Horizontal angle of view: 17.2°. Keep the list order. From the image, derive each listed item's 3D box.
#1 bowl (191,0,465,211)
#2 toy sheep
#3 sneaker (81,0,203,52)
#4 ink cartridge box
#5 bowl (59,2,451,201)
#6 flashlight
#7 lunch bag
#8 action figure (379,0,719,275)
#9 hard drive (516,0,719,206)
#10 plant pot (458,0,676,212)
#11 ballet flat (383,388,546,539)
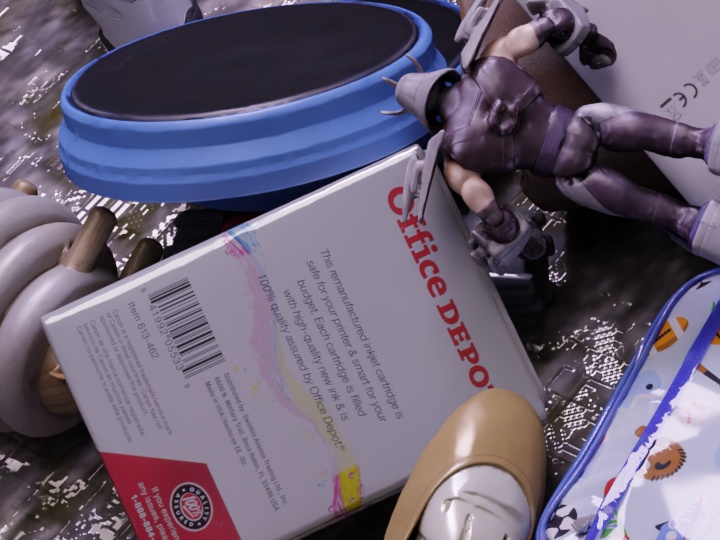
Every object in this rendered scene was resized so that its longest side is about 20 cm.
[{"bbox_3d":[-0.021,-0.097,1.308,0.201,0.039,0.201,-12,27,6],"label":"bowl"},{"bbox_3d":[-0.189,0.016,1.253,0.200,0.138,0.138,23,61,33],"label":"toy sheep"},{"bbox_3d":[-0.153,-0.207,1.458,0.075,0.115,0.200,-25,44,-2],"label":"sneaker"},{"bbox_3d":[-0.029,0.049,1.140,0.200,0.083,0.146,-24,85,-2],"label":"ink cartridge box"},{"bbox_3d":[-0.055,-0.089,1.200,0.201,0.039,0.201,-9,21,4],"label":"bowl"},{"bbox_3d":[0.000,0.000,1.240,0.200,0.068,0.068,1,15,18],"label":"flashlight"},{"bbox_3d":[0.173,0.091,1.071,0.160,0.076,0.200,13,54,35],"label":"lunch bag"},{"bbox_3d":[0.102,-0.053,1.080,0.200,0.069,0.130,19,98,9],"label":"action figure"},{"bbox_3d":[0.149,-0.132,1.097,0.132,0.200,0.027,-42,-4,29],"label":"hard drive"},{"bbox_3d":[0.167,-0.126,1.207,0.198,0.200,0.200,-15,44,20],"label":"plant pot"},{"bbox_3d":[0.036,0.146,1.052,0.200,0.069,0.063,-64,15,-9],"label":"ballet flat"}]
